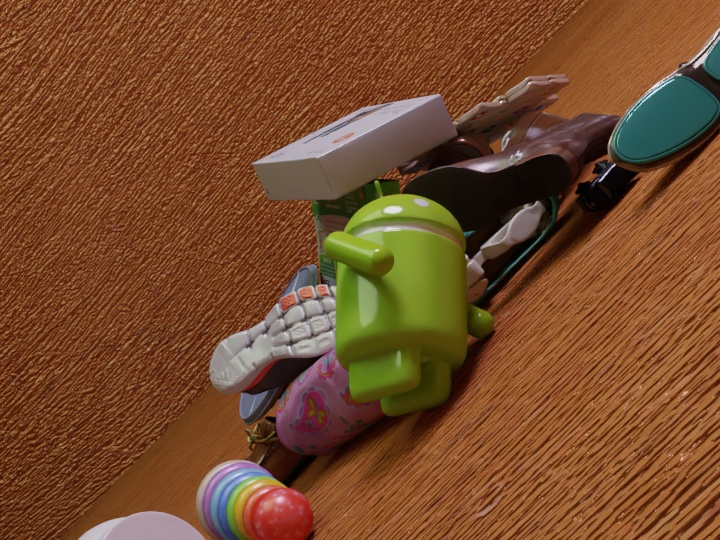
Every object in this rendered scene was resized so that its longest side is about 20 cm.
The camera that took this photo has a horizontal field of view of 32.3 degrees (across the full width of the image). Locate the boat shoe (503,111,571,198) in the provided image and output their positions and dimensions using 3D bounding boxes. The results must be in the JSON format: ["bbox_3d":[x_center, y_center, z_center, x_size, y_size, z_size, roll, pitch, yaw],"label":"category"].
[{"bbox_3d":[0.187,-0.094,1.348,0.068,0.072,0.200,6,45,28],"label":"boat shoe"}]

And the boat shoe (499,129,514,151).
[{"bbox_3d":[0.195,-0.148,1.505,0.071,0.070,0.200,-29,2,24],"label":"boat shoe"}]

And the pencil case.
[{"bbox_3d":[-0.008,0.118,1.218,0.087,0.087,0.200,-50,5,-40],"label":"pencil case"}]

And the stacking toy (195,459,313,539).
[{"bbox_3d":[-0.095,0.223,1.154,0.085,0.085,0.200,-48,9,-16],"label":"stacking toy"}]

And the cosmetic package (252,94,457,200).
[{"bbox_3d":[-0.011,-0.126,1.304,0.150,0.052,0.200,-31,14,-20],"label":"cosmetic package"}]

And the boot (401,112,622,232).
[{"bbox_3d":[0.157,-0.104,1.219,0.186,0.065,0.200,-8,17,30],"label":"boot"}]

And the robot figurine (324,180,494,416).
[{"bbox_3d":[0.036,0.022,1.095,0.115,0.175,0.201,-20,55,37],"label":"robot figurine"}]

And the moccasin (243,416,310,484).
[{"bbox_3d":[-0.087,0.183,1.368,0.201,0.078,0.074,-46,5,6],"label":"moccasin"}]

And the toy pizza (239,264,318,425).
[{"bbox_3d":[-0.086,0.088,1.441,0.201,0.032,0.200,-59,15,27],"label":"toy pizza"}]

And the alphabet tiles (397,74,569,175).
[{"bbox_3d":[0.135,-0.162,1.381,0.200,0.015,0.195,-31,-8,35],"label":"alphabet tiles"}]

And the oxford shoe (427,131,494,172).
[{"bbox_3d":[0.119,-0.118,1.395,0.074,0.071,0.200,-62,-6,-16],"label":"oxford shoe"}]

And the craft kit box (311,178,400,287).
[{"bbox_3d":[0.000,0.000,1.331,0.048,0.199,0.200,-11,9,-17],"label":"craft kit box"}]

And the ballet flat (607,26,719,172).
[{"bbox_3d":[0.291,-0.147,1.046,0.200,0.067,0.062,-43,-23,0],"label":"ballet flat"}]

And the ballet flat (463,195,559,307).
[{"bbox_3d":[0.123,-0.016,1.244,0.200,0.067,0.070,-45,-2,-4],"label":"ballet flat"}]

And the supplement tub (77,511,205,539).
[{"bbox_3d":[-0.224,0.311,1.127,0.200,0.145,0.145,-42,7,44],"label":"supplement tub"}]

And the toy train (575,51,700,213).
[{"bbox_3d":[0.269,-0.130,1.147,0.200,0.034,0.046,-48,9,-15],"label":"toy train"}]

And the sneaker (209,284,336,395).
[{"bbox_3d":[-0.063,0.076,1.296,0.199,0.082,0.077,-24,60,27],"label":"sneaker"}]
